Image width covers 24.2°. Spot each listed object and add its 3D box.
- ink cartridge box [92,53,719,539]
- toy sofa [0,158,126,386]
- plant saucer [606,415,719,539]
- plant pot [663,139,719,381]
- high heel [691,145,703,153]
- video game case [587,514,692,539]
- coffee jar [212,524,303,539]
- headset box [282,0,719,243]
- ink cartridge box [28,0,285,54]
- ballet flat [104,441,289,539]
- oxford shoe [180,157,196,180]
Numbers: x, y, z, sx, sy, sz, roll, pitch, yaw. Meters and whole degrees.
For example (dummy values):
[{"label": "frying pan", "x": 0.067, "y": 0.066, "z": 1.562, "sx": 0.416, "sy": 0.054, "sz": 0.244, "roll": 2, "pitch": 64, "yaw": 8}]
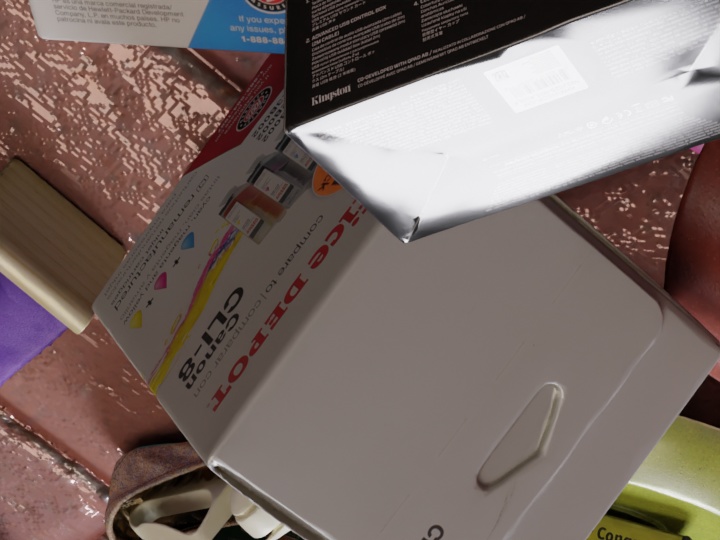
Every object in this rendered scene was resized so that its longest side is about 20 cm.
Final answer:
[{"label": "ink cartridge box", "x": 0.008, "y": 0.021, "z": 0.653, "sx": 0.144, "sy": 0.146, "sz": 0.200, "roll": 37, "pitch": 179, "yaw": -25}, {"label": "toy sofa", "x": -0.223, "y": 0.037, "z": 0.913, "sx": 0.083, "sy": 0.098, "sz": 0.199, "roll": 41, "pitch": 132, "yaw": -16}, {"label": "plant saucer", "x": 0.125, "y": 0.110, "z": 0.823, "sx": 0.198, "sy": 0.031, "sz": 0.200, "roll": 14, "pitch": 160, "yaw": 5}, {"label": "plant pot", "x": 0.230, "y": 0.008, "z": 0.611, "sx": 0.194, "sy": 0.200, "sz": 0.202, "roll": 31, "pitch": 144, "yaw": 37}, {"label": "high heel", "x": 0.151, "y": -0.119, "z": 0.619, "sx": 0.096, "sy": 0.067, "sz": 0.201, "roll": 40, "pitch": 141, "yaw": 15}, {"label": "video game case", "x": 0.070, "y": 0.145, "z": 0.879, "sx": 0.179, "sy": 0.026, "sz": 0.200, "roll": 15, "pitch": 161, "yaw": 7}, {"label": "coffee jar", "x": -0.074, "y": 0.233, "z": 0.955, "sx": 0.103, "sy": 0.201, "sz": 0.086, "roll": 17, "pitch": 135, "yaw": 7}, {"label": "headset box", "x": 0.056, "y": -0.129, "z": 0.520, "sx": 0.148, "sy": 0.202, "sz": 0.077, "roll": -18, "pitch": 144, "yaw": 25}, {"label": "ink cartridge box", "x": -0.069, "y": -0.191, "z": 0.649, "sx": 0.144, "sy": 0.085, "sz": 0.202, "roll": 7, "pitch": 132, "yaw": 16}, {"label": "ballet flat", "x": -0.067, "y": 0.125, "z": 0.949, "sx": 0.199, "sy": 0.068, "sz": 0.068, "roll": -19, "pitch": 122, "yaw": 34}, {"label": "oxford shoe", "x": 0.000, "y": 0.000, "z": 0.801, "sx": 0.198, "sy": 0.074, "sz": 0.071, "roll": 19, "pitch": 135, "yaw": 5}]
